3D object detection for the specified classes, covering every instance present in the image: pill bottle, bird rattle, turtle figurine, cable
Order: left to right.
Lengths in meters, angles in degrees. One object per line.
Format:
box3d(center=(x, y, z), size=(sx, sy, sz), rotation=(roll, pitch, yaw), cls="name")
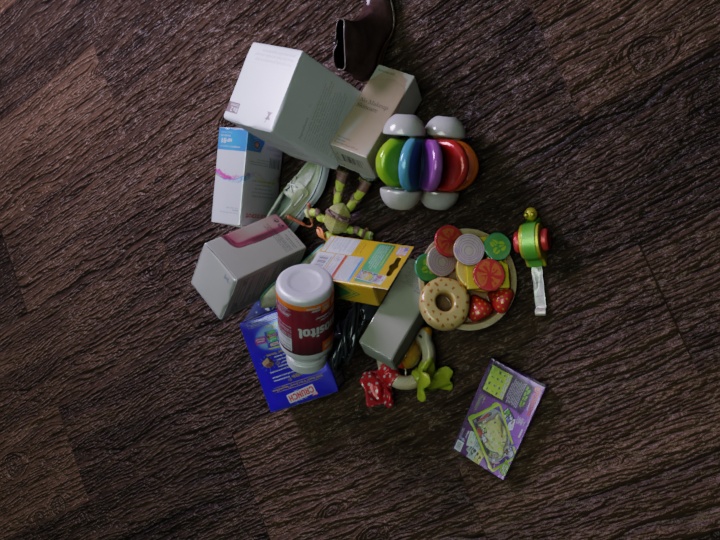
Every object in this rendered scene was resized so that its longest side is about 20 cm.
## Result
box3d(center=(-0.105, 0.098, 1.583), size=(0.111, 0.113, 0.203), rotation=(22, 133, 24), cls="pill bottle")
box3d(center=(-0.051, -0.124, 1.694), size=(0.197, 0.064, 0.164), rotation=(24, 102, 11), cls="turtle figurine")
box3d(center=(-0.024, 0.115, 1.634), size=(0.050, 0.202, 0.163), rotation=(31, 148, -10), cls="cable")
box3d(center=(0.089, 0.193, 1.649), size=(0.197, 0.112, 0.167), rotation=(-9, 74, 37), cls="bird rattle")

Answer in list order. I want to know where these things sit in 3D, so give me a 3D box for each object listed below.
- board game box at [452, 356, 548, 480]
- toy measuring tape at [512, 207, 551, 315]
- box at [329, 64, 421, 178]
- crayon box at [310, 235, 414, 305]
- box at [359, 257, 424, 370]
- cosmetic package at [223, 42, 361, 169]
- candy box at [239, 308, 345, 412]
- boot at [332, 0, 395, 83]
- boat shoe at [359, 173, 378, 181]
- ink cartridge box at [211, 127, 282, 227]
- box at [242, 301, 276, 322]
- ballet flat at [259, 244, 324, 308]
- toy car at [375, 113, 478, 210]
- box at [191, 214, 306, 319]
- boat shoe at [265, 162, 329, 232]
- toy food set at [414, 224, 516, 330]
box3d(center=(0.268, 0.285, 1.581), size=(0.119, 0.032, 0.203), rotation=(29, 104, 27), cls="board game box")
box3d(center=(0.322, -0.016, 1.523), size=(0.072, 0.073, 0.205), rotation=(-4, 89, 26), cls="toy measuring tape")
box3d(center=(0.032, -0.294, 1.610), size=(0.094, 0.078, 0.202), rotation=(21, 72, 24), cls="box")
box3d(center=(0.000, 0.000, 1.608), size=(0.197, 0.126, 0.052), rotation=(8, 136, 31), cls="crayon box")
box3d(center=(0.083, 0.084, 1.597), size=(0.081, 0.069, 0.202), rotation=(27, 74, 21), cls="box")
box3d(center=(-0.130, -0.327, 1.634), size=(0.163, 0.199, 0.168), rotation=(22, 89, 42), cls="cosmetic package")
box3d(center=(-0.143, 0.176, 1.730), size=(0.166, 0.077, 0.204), rotation=(-19, 92, 17), cls="candy box")
box3d(center=(0.005, -0.479, 1.615), size=(0.071, 0.166, 0.205), rotation=(6, 94, 25), cls="boot")
box3d(center=(0.025, -0.217, 1.675), size=(0.199, 0.073, 0.068), rotation=(39, 122, 30), cls="boat shoe")
box3d(center=(-0.241, -0.195, 1.757), size=(0.083, 0.144, 0.205), rotation=(7, 94, 26), cls="ink cartridge box")
box3d(center=(-0.181, 0.100, 1.798), size=(0.121, 0.032, 0.202), rotation=(40, 109, 20), cls="box")
box3d(center=(-0.121, 0.021, 1.702), size=(0.199, 0.068, 0.062), rotation=(-41, 67, -14), cls="ballet flat")
box3d(center=(0.130, -0.198, 1.535), size=(0.150, 0.196, 0.179), rotation=(-148, 60, -64), cls="toy car")
box3d(center=(-0.228, -0.011, 1.675), size=(0.109, 0.198, 0.129), rotation=(46, 134, 17), cls="box")
box3d(center=(-0.134, -0.160, 1.741), size=(0.072, 0.061, 0.202), rotation=(45, 111, 41), cls="boat shoe")
box3d(center=(0.201, 0.012, 1.552), size=(0.195, 0.049, 0.203), rotation=(-3, 79, -2), cls="toy food set")
